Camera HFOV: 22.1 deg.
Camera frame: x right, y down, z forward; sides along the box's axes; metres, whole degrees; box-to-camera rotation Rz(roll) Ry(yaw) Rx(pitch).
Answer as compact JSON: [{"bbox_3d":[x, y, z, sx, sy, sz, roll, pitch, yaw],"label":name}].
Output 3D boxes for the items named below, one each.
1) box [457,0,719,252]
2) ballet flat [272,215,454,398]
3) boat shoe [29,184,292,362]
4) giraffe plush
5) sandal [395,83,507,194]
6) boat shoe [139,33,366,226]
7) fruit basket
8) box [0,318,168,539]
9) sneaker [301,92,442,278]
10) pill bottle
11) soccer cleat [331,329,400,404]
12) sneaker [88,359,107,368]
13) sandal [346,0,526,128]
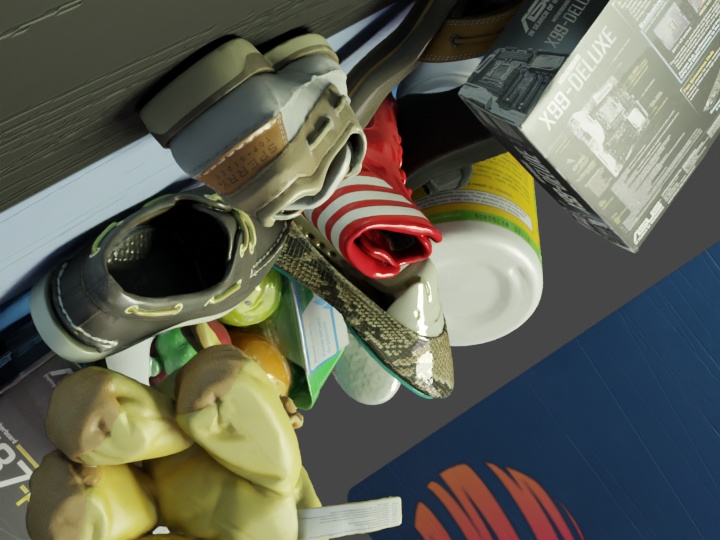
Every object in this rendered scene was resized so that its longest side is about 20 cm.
[{"bbox_3d":[0.158,-0.128,0.982,0.200,0.050,0.158,-54,141,-1],"label":"box"},{"bbox_3d":[0.000,0.000,1.167,0.075,0.200,0.068,-45,-171,29],"label":"ballet flat"},{"bbox_3d":[-0.092,-0.008,1.004,0.060,0.072,0.201,-33,180,38],"label":"boat shoe"},{"bbox_3d":[-0.091,0.102,1.045,0.162,0.199,0.173,-123,-136,-65],"label":"giraffe plush"},{"bbox_3d":[0.060,-0.079,1.168,0.200,0.048,0.076,-12,-127,55],"label":"sandal"},{"bbox_3d":[-0.037,-0.056,0.796,0.075,0.069,0.200,-37,179,15],"label":"boat shoe"},{"bbox_3d":[-0.090,0.050,1.221,0.093,0.186,0.200,8,-149,30],"label":"fruit basket"},{"bbox_3d":[-0.198,0.145,1.125,0.161,0.200,0.049,-37,-144,-5],"label":"box"},{"bbox_3d":[0.001,-0.050,1.114,0.078,0.116,0.200,-38,179,23],"label":"sneaker"},{"bbox_3d":[0.066,-0.056,1.283,0.111,0.111,0.201,-38,-145,33],"label":"pill bottle"},{"bbox_3d":[-0.007,-0.005,1.315,0.068,0.201,0.085,-7,169,5],"label":"soccer cleat"},{"bbox_3d":[-0.167,0.065,1.235,0.076,0.091,0.200,-32,180,21],"label":"sneaker"},{"bbox_3d":[0.056,-0.131,0.979,0.200,0.055,0.082,-45,177,23],"label":"sandal"}]
